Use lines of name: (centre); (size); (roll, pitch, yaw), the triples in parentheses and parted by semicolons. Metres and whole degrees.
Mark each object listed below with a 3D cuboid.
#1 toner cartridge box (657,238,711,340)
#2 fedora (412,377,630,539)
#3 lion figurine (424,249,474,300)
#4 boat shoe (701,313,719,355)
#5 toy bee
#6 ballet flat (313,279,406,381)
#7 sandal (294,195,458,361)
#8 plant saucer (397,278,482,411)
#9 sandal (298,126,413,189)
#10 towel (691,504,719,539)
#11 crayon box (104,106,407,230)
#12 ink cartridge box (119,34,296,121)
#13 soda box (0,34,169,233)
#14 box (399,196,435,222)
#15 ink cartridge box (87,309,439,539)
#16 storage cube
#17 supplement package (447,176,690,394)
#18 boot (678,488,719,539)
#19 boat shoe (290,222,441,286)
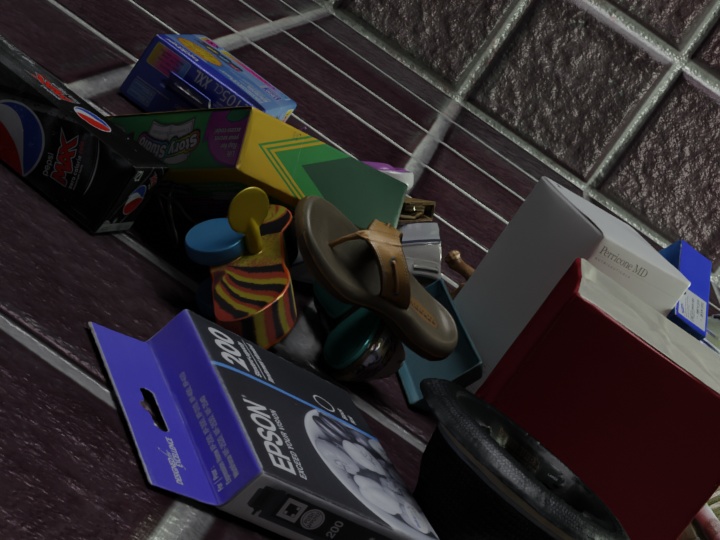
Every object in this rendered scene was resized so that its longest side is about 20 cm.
toner cartridge box: (0.235, 0.056, 1.675); (0.043, 0.200, 0.095); (36, 44, -22)
fedora: (0.090, 0.160, 1.197); (0.200, 0.092, 0.201); (40, 6, -5)
lion figurine: (0.133, 0.052, 1.774); (0.123, 0.073, 0.200); (46, 14, 33)
boat shoe: (0.354, 0.067, 1.713); (0.072, 0.062, 0.200); (41, 14, 31)
toy bee: (-0.078, -0.018, 1.341); (0.131, 0.108, 0.200); (88, -18, -55)
ballet flat: (0.007, 0.050, 1.463); (0.072, 0.072, 0.200); (31, 15, -17)
sandal: (0.020, 0.000, 1.369); (0.200, 0.054, 0.080); (39, 32, -37)
plant saucer: (0.061, 0.064, 1.559); (0.019, 0.070, 0.200); (57, 5, -20)
sandal: (-0.049, -0.108, 1.665); (0.202, 0.050, 0.082); (9, 5, 2)
towel: (0.326, 0.265, 1.432); (0.149, 0.031, 0.200); (59, -1, -36)
crayon box: (-0.093, -0.075, 1.467); (0.172, 0.058, 0.200); (26, -16, -40)
ink cartridge box: (-0.158, -0.177, 1.851); (0.136, 0.076, 0.200); (36, 14, 4)
soda box: (-0.250, -0.113, 1.391); (0.200, 0.063, 0.071); (37, 13, 12)
box: (-0.041, -0.070, 1.676); (0.199, 0.021, 0.163); (9, 5, 13)
ink cartridge box: (-0.063, 0.102, 1.137); (0.200, 0.043, 0.198); (26, 16, -30)
storage cube: (0.184, 0.120, 1.404); (0.200, 0.180, 0.171); (36, 12, 1)
supplement package: (0.171, 0.042, 1.604); (0.121, 0.200, 0.120); (26, 15, -34)
boot: (0.227, 0.167, 1.541); (0.073, 0.200, 0.156); (-173, -113, -80)
boat shoe: (0.000, 0.000, 1.611); (0.200, 0.071, 0.070); (-7, 86, -47)
